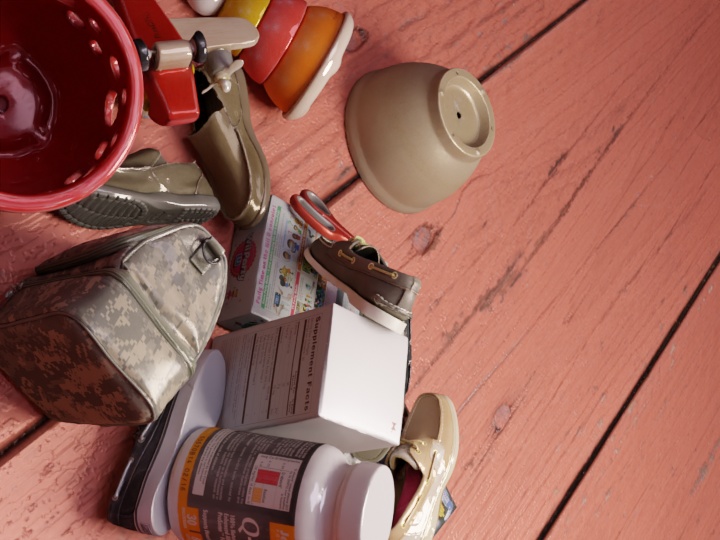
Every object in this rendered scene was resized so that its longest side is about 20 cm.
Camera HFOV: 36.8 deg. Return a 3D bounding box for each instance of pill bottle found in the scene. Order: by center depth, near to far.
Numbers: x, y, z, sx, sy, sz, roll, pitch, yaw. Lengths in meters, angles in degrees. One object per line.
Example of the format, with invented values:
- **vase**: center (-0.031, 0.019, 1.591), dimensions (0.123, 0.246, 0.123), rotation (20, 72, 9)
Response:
- **pill bottle**: center (-0.075, 0.219, 1.031), dimensions (0.116, 0.196, 0.119), rotation (5, 90, -69)

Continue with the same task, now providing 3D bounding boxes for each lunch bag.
- **lunch bag**: center (-0.226, 0.038, 0.990), dimensions (0.140, 0.198, 0.168), rotation (55, 49, -22)

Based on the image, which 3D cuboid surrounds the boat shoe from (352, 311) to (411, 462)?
- **boat shoe**: center (0.025, 0.118, 1.241), dimensions (0.066, 0.073, 0.203), rotation (-27, 120, -66)

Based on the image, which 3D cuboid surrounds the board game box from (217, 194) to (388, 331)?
- **board game box**: center (-0.062, 0.025, 1.263), dimensions (0.199, 0.064, 0.150), rotation (31, 56, -38)

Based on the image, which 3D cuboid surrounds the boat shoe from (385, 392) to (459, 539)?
- **boat shoe**: center (0.063, 0.230, 1.267), dimensions (0.069, 0.073, 0.203), rotation (38, 54, -40)

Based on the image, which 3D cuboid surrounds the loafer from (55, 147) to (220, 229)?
- **loafer**: center (-0.235, -0.086, 1.116), dimensions (0.198, 0.075, 0.071), rotation (4, 63, -51)

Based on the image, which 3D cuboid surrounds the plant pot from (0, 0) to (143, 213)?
- **plant pot**: center (-0.302, -0.151, 0.943), dimensions (0.197, 0.182, 0.205), rotation (-1, 92, -23)

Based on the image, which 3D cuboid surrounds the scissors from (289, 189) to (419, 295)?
- **scissors**: center (-0.006, -0.024, 1.267), dimensions (0.200, 0.014, 0.073), rotation (43, 18, -11)

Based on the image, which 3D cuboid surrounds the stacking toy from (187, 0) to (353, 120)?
- **stacking toy**: center (-0.119, -0.288, 1.277), dimensions (0.198, 0.146, 0.148), rotation (32, 55, -14)

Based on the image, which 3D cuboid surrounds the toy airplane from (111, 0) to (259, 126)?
- **toy airplane**: center (-0.227, -0.227, 1.128), dimensions (0.197, 0.143, 0.200), rotation (19, 45, 6)

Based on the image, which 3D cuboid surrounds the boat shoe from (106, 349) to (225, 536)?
- **boat shoe**: center (-0.193, 0.164, 1.077), dimensions (0.072, 0.067, 0.203), rotation (67, 34, -52)

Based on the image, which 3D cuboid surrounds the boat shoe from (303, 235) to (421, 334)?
- **boat shoe**: center (0.002, 0.001, 1.156), dimensions (0.071, 0.201, 0.061), rotation (28, 96, -34)

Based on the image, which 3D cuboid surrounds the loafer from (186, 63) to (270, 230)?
- **loafer**: center (-0.156, -0.141, 1.211), dimensions (0.067, 0.076, 0.203), rotation (0, 68, -45)

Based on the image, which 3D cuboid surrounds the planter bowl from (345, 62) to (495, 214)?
- **planter bowl**: center (0.094, -0.190, 1.441), dimensions (0.198, 0.134, 0.204), rotation (16, 67, -42)

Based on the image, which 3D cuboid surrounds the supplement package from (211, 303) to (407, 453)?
- **supplement package**: center (-0.061, 0.124, 1.132), dimensions (0.116, 0.198, 0.119), rotation (27, 60, -39)

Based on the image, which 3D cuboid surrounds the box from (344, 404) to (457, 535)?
- **box**: center (0.031, 0.246, 1.312), dimensions (0.137, 0.040, 0.202), rotation (-39, 107, -44)
